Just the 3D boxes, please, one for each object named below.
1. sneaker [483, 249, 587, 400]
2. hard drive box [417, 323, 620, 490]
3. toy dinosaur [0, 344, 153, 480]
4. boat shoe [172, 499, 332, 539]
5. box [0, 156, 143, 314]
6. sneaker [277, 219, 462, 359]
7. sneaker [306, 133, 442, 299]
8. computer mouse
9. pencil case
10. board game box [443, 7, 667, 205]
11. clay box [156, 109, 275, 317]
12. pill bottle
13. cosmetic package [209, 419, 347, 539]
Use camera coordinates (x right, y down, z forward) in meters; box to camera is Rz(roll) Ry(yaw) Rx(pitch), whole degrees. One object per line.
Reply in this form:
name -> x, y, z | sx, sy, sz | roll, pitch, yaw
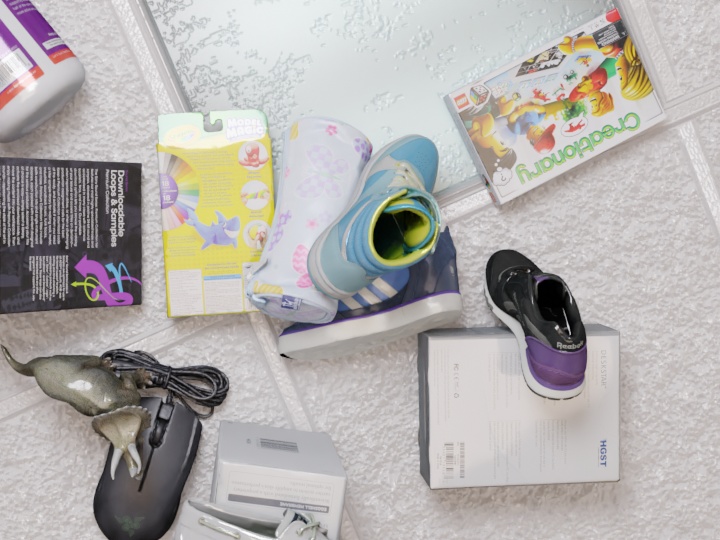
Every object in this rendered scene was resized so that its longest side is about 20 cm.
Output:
sneaker -> 0.177, 0.026, 1.133 | 0.075, 0.200, 0.088 | -7, 129, -12
hard drive box -> 0.161, 0.137, 1.198 | 0.198, 0.077, 0.157 | -1, 94, -6
toy dinosaur -> -0.259, 0.109, 1.108 | 0.200, 0.102, 0.077 | 38, 90, 8
boat shoe -> -0.060, 0.235, 0.979 | 0.198, 0.074, 0.067 | 8, 95, -6
box -> -0.295, -0.033, 1.103 | 0.199, 0.036, 0.144 | -2, 94, -46
sneaker -> 0.000, 0.000, 1.184 | 0.199, 0.081, 0.147 | -16, 73, 12
sneaker -> 0.044, -0.062, 1.066 | 0.079, 0.130, 0.201 | 42, 59, -17
computer mouse -> -0.218, 0.187, 1.172 | 0.138, 0.053, 0.201 | 13, 92, -7
pencil case -> -0.049, -0.048, 1.135 | 0.090, 0.083, 0.201 | 11, 72, 6
board game box -> 0.201, -0.169, 1.205 | 0.199, 0.035, 0.127 | -28, 96, -4
clay box -> -0.142, -0.057, 1.169 | 0.114, 0.048, 0.202 | -3, 92, -6
pill bottle -> -0.362, -0.228, 1.104 | 0.112, 0.112, 0.200 | -39, 96, -3
cosmetic package -> -0.090, 0.265, 1.116 | 0.122, 0.199, 0.202 | 9, 93, -7
